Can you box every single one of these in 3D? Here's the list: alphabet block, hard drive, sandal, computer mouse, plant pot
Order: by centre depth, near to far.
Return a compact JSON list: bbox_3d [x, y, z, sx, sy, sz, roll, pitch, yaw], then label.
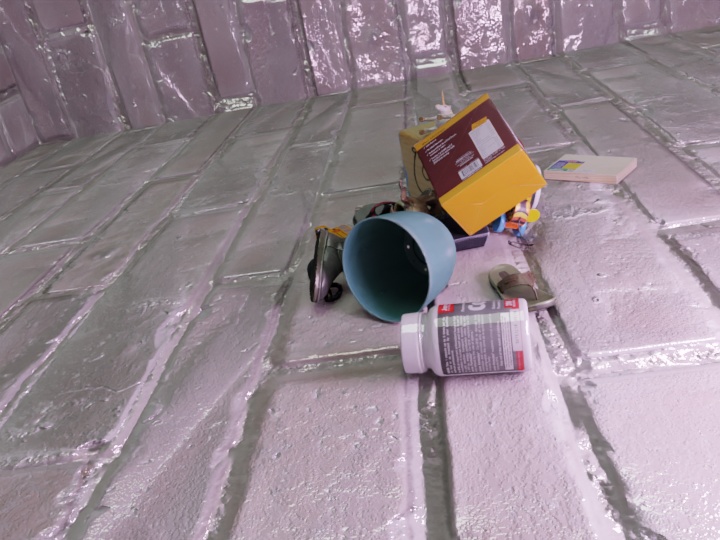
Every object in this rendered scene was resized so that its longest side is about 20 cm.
[{"bbox_3d":[0.290,0.025,1.272,0.079,0.058,0.201,-17,26,-10],"label":"sandal"},{"bbox_3d":[0.091,-0.023,1.311,0.199,0.202,0.161,9,22,37],"label":"plant pot"},{"bbox_3d":[-0.079,0.013,1.482,0.058,0.034,0.200,-15,26,-10],"label":"computer mouse"},{"bbox_3d":[0.216,-0.096,1.571,0.134,0.043,0.200,-12,25,0],"label":"hard drive"},{"bbox_3d":[0.075,-0.141,1.687,0.198,0.045,0.076,-2,67,14],"label":"sandal"},{"bbox_3d":[0.239,-0.283,1.776,0.195,0.197,0.200,-23,26,-19],"label":"alphabet block"}]

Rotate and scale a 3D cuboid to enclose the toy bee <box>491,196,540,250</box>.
[{"bbox_3d":[0.344,-0.127,1.497,0.130,0.110,0.200,4,21,-31],"label":"toy bee"}]

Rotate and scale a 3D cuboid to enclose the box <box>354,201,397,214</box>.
[{"bbox_3d":[0.083,-0.152,1.746,0.198,0.042,0.039,-3,26,20],"label":"box"}]

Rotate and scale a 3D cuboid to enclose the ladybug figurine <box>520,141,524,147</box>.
[{"bbox_3d":[0.409,-0.361,2.002,0.135,0.072,0.200,-14,25,-4],"label":"ladybug figurine"}]

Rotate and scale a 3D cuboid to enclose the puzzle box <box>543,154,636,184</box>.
[{"bbox_3d":[0.597,-0.266,1.779,0.199,0.026,0.133,12,35,41],"label":"puzzle box"}]

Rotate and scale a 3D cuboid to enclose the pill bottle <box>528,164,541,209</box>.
[{"bbox_3d":[0.319,-0.204,1.620,0.198,0.113,0.112,5,26,0],"label":"pill bottle"}]

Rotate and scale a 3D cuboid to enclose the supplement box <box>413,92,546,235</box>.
[{"bbox_3d":[0.251,-0.227,1.464,0.197,0.133,0.201,-34,47,18],"label":"supplement box"}]

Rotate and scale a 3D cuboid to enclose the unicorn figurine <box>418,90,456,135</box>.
[{"bbox_3d":[0.211,-0.367,1.672,0.137,0.074,0.200,-17,38,-33],"label":"unicorn figurine"}]

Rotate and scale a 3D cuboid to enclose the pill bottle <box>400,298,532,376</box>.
[{"bbox_3d":[0.168,0.108,1.085,0.198,0.115,0.114,-5,26,12],"label":"pill bottle"}]

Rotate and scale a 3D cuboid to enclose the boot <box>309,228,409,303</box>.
[{"bbox_3d":[0.001,0.000,1.413,0.198,0.073,0.183,14,63,-12],"label":"boot"}]

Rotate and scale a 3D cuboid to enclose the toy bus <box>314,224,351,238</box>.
[{"bbox_3d":[-0.035,-0.054,1.563,0.078,0.066,0.200,-21,27,-20],"label":"toy bus"}]

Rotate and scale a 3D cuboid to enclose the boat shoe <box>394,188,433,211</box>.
[{"bbox_3d":[0.108,-0.138,1.613,0.201,0.066,0.072,-47,14,-26],"label":"boat shoe"}]

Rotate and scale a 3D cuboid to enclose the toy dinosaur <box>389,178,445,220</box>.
[{"bbox_3d":[0.133,-0.116,1.529,0.135,0.086,0.201,16,68,-3],"label":"toy dinosaur"}]
